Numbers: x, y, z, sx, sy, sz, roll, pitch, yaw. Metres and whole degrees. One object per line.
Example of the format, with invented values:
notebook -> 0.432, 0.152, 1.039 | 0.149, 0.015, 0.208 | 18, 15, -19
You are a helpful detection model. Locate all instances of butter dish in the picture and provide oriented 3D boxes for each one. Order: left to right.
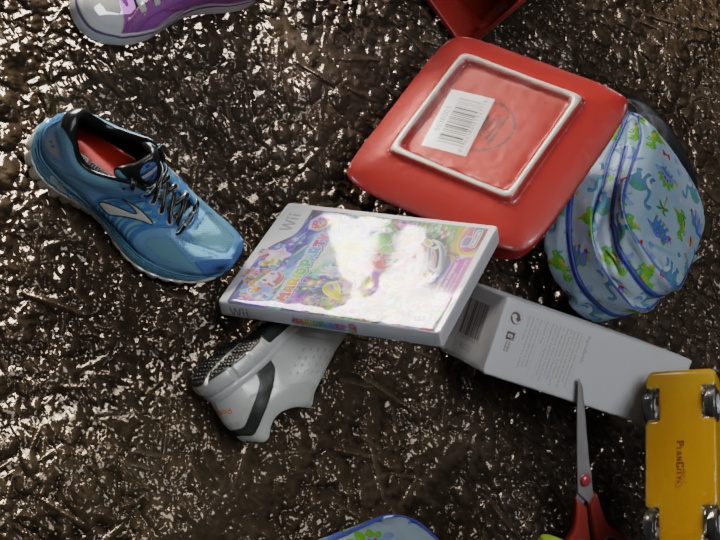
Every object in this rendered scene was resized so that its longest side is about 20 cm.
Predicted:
butter dish -> 0.121, -0.087, 1.457 | 0.198, 0.148, 0.201 | 24, 63, 25

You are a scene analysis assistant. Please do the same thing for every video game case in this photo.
video game case -> 0.000, 0.000, 1.326 | 0.144, 0.198, 0.018 | -58, 146, -44

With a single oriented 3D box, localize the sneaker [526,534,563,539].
sneaker -> 0.225, 0.295, 1.382 | 0.199, 0.081, 0.075 | 25, 86, -24

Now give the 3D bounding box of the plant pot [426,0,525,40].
plant pot -> 0.147, -0.373, 1.561 | 0.201, 0.200, 0.176 | 54, 43, 0

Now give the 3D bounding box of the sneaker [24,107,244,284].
sneaker -> -0.179, -0.061, 1.303 | 0.199, 0.090, 0.079 | 33, 58, -15

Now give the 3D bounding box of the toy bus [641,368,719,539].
toy bus -> 0.281, 0.190, 1.368 | 0.078, 0.064, 0.202 | 48, 41, -55

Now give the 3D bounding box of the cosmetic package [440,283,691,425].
cosmetic package -> 0.184, 0.076, 1.438 | 0.198, 0.101, 0.072 | 18, 92, -21

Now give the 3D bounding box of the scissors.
scissors -> 0.193, 0.198, 1.403 | 0.073, 0.014, 0.202 | -24, 110, -17

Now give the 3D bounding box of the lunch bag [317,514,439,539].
lunch bag -> -0.001, 0.279, 1.243 | 0.199, 0.083, 0.161 | -16, 42, -35

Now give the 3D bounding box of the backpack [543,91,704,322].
backpack -> 0.248, -0.047, 1.506 | 0.200, 0.153, 0.164 | -51, 121, -27

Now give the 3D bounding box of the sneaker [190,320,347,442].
sneaker -> -0.054, 0.069, 1.345 | 0.200, 0.073, 0.080 | -39, 106, -30

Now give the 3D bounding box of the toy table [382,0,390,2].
toy table -> 0.001, -0.347, 1.480 | 0.200, 0.184, 0.117 | 47, 39, 5

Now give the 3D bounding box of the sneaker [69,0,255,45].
sneaker -> -0.153, -0.264, 1.384 | 0.199, 0.114, 0.073 | -25, 85, -33
